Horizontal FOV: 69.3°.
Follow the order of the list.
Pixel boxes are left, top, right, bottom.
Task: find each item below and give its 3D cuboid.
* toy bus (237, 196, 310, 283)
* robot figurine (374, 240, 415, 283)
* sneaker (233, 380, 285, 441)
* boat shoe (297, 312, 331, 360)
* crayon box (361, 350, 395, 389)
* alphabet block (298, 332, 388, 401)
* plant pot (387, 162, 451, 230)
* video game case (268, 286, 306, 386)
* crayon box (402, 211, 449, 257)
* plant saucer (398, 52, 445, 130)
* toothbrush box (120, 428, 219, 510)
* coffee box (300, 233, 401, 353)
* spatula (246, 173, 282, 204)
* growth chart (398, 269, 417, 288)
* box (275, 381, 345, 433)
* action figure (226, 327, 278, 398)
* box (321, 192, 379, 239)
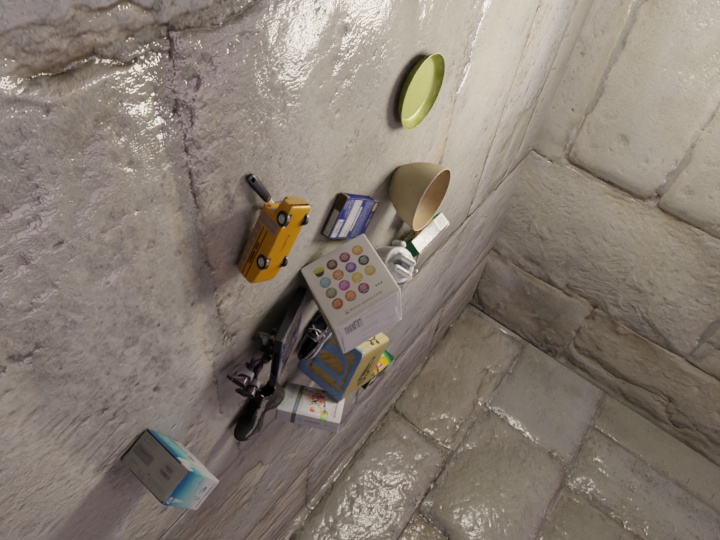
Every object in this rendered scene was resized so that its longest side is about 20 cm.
[{"bbox_3d":[-0.177,-0.065,1.054,0.065,0.078,0.202,-10,138,-52],"label":"toy bus"},{"bbox_3d":[0.095,-0.021,1.678,0.199,0.112,0.171,5,-115,62],"label":"robot figurine"},{"bbox_3d":[-0.305,0.401,1.520,0.201,0.075,0.091,-54,152,-30],"label":"sneaker"},{"bbox_3d":[-0.135,0.191,1.596,0.201,0.071,0.068,-56,162,18],"label":"boat shoe"},{"bbox_3d":[0.012,0.336,1.971,0.199,0.172,0.059,-26,148,-55],"label":"crayon box"},{"bbox_3d":[-0.054,0.274,1.725,0.199,0.194,0.198,-17,138,-62],"label":"alphabet block"},{"bbox_3d":[0.159,-0.239,1.545,0.201,0.133,0.202,-47,157,-27],"label":"plant pot"},{"bbox_3d":[-0.192,0.173,1.381,0.201,0.025,0.183,-71,177,-49],"label":"video game case"},{"bbox_3d":[0.198,-0.106,1.833,0.200,0.059,0.172,-43,-172,-35],"label":"crayon box"},{"bbox_3d":[0.153,-0.465,1.346,0.200,0.031,0.201,-47,158,-25],"label":"plant saucer"},{"bbox_3d":[-0.427,0.457,1.185,0.086,0.145,0.201,-48,158,-19],"label":"toothbrush box"},{"bbox_3d":[-0.020,0.066,1.410,0.198,0.199,0.201,-29,154,-8],"label":"coffee box"},{"bbox_3d":[-0.184,-0.139,1.052,0.057,0.020,0.200,-50,158,-9],"label":"spatula"},{"bbox_3d":[0.102,0.044,1.706,0.199,0.143,0.018,-35,108,-40],"label":"growth chart"},{"bbox_3d":[-0.154,0.427,1.632,0.156,0.196,0.042,-74,178,-70],"label":"box"},{"bbox_3d":[-0.260,0.223,1.348,0.131,0.068,0.201,90,22,-45],"label":"action figure"},{"bbox_3d":[-0.024,-0.145,1.404,0.199,0.032,0.122,-7,127,-63],"label":"box"}]
